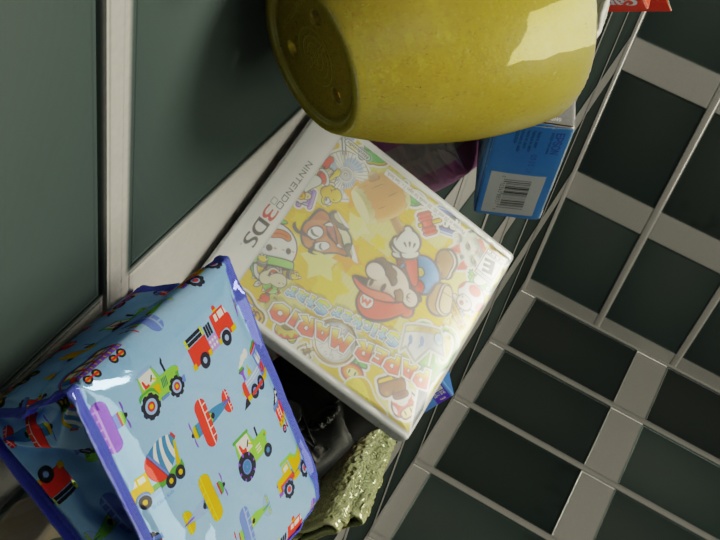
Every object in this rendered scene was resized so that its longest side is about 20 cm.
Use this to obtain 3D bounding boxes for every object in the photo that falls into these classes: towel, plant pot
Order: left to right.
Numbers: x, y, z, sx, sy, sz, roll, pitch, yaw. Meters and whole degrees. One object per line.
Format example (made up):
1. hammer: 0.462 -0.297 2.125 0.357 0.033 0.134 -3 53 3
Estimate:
1. towel: -0.033 0.168 0.903 0.148 0.037 0.200 -25 -160 32
2. plant pot: 0.026 -0.159 0.647 0.142 0.200 0.200 -28 153 -22

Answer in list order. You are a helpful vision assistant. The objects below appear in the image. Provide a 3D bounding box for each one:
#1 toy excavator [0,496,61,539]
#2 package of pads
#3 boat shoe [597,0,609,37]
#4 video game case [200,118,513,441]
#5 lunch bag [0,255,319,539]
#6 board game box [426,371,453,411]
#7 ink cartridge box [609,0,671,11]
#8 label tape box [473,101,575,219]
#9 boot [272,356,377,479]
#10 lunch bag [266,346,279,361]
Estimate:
1. toy excavator: -0.167 0.155 0.692 0.195 0.199 0.100 60 -43 50
2. package of pads: 0.076 -0.132 0.992 0.120 0.076 0.200 -18 -165 34
3. boat shoe: 0.168 -0.241 0.775 0.069 0.071 0.201 -28 -132 56
4. video game case: 0.000 0.000 0.801 0.182 0.200 0.023 -57 -170 -23
5. lunch bag: -0.100 0.119 0.619 0.094 0.201 0.151 -18 -162 37
6. board game box: 0.016 0.101 1.086 0.152 0.045 0.200 -34 -159 13
7. ink cartridge box: 0.207 -0.275 0.944 0.200 0.108 0.051 41 63 -54
8. label tape box: 0.138 -0.166 0.865 0.144 0.063 0.201 94 3 -65
9. boot: -0.066 0.074 0.836 0.168 0.201 0.076 -35 177 -6
10. lunch bag: -0.031 0.017 0.986 0.200 0.082 0.177 -48 158 -52
